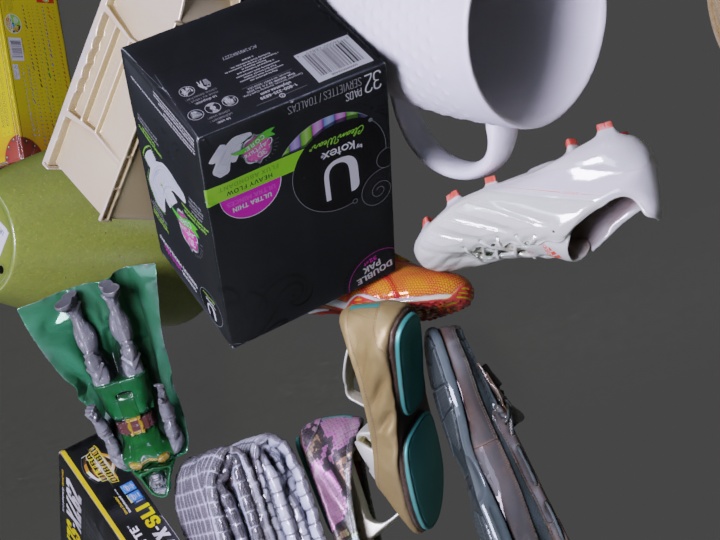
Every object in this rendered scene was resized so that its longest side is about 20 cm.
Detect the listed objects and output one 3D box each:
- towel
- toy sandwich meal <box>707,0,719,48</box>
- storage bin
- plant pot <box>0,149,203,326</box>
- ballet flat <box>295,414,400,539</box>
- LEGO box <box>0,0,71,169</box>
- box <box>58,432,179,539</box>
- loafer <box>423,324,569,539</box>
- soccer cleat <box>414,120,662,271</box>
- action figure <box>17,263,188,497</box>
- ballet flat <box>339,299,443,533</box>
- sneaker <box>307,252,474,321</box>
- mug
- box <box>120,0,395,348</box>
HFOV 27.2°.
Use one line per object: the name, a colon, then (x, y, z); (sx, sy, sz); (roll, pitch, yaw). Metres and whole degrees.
towel: (-0.088, 0.240, 1.224); (0.166, 0.085, 0.201); (147, 108, -68)
toy sandwich meal: (0.299, -0.181, 0.909); (0.205, 0.070, 0.206); (5, 98, 35)
storage bin: (-0.111, -0.138, 1.155); (0.094, 0.200, 0.199); (46, 121, 37)
plant pot: (-0.247, -0.034, 1.288); (0.187, 0.200, 0.188); (5, 98, 40)
ballet flat: (0.006, 0.212, 1.200); (0.071, 0.069, 0.201); (-18, 83, 14)
LEGO box: (-0.357, -0.189, 1.442); (0.149, 0.077, 0.201); (-11, 88, 40)
box: (-0.212, 0.261, 1.338); (0.160, 0.049, 0.200); (51, 150, 26)
loafer: (0.102, 0.133, 1.117); (0.072, 0.063, 0.201); (118, 136, -77)
soccer cleat: (0.122, -0.034, 1.060); (0.200, 0.069, 0.078); (-27, 66, 32)
action figure: (-0.195, 0.104, 1.244); (0.118, 0.055, 0.200); (-17, 114, 2)
ballet flat: (0.023, 0.109, 1.141); (0.063, 0.069, 0.201); (7, 118, 27)
sneaker: (0.000, 0.000, 1.174); (0.200, 0.073, 0.077); (6, 83, 34)
mug: (0.063, -0.161, 1.061); (0.175, 0.147, 0.201); (18, 123, 45)
box: (-0.068, -0.075, 1.070); (0.124, 0.148, 0.200); (49, 155, 39)
